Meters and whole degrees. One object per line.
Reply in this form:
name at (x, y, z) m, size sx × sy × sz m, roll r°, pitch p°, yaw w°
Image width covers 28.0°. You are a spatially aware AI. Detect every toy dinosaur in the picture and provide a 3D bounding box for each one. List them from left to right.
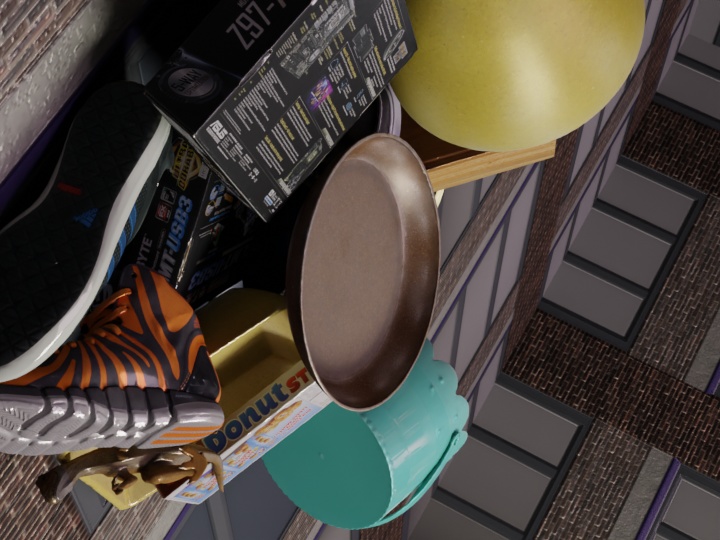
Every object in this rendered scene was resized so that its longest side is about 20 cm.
toy dinosaur at (-0.140, 0.130, 1.036) m, size 0.199 × 0.106 × 0.061 m, roll 4°, pitch 72°, yaw -49°

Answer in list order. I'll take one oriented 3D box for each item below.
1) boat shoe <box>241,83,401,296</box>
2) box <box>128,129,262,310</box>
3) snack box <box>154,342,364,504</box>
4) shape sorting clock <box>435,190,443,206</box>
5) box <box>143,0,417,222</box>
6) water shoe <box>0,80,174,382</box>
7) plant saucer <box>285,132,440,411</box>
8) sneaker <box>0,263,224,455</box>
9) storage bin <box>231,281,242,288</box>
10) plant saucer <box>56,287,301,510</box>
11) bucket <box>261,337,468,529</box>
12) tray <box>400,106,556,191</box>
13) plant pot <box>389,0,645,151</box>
boat shoe at (-0.034, -0.059, 1.087) m, size 0.201 × 0.070 × 0.066 m, roll -59°, pitch 170°, yaw 9°
box at (-0.090, -0.078, 1.062) m, size 0.200 × 0.049 × 0.200 m, roll -35°, pitch 149°, yaw -64°
snack box at (-0.071, 0.116, 1.143) m, size 0.199 × 0.024 × 0.072 m, roll -38°, pitch 161°, yaw 6°
shape sorting clock at (0.051, -0.126, 1.331) m, size 0.200 × 0.039 × 0.202 m, roll -179°, pitch -90°, yaw -70°
box at (-0.040, -0.124, 0.884) m, size 0.160 × 0.043 × 0.200 m, roll -50°, pitch 166°, yaw -3°
water shoe at (-0.163, -0.014, 0.850) m, size 0.201 × 0.071 × 0.079 m, roll -60°, pitch 164°, yaw -17°
plant saucer at (0.000, 0.000, 1.052) m, size 0.200 × 0.032 × 0.202 m, roll -21°, pitch 114°, yaw -56°
sneaker at (-0.180, 0.054, 0.925) m, size 0.077 × 0.113 × 0.199 m, roll -29°, pitch 156°, yaw 36°
storage bin at (-0.032, 0.004, 1.271) m, size 0.134 × 0.145 × 0.201 m, roll -35°, pitch 149°, yaw -83°
plant saucer at (-0.130, 0.091, 1.094) m, size 0.199 × 0.049 × 0.200 m, roll -33°, pitch 160°, yaw -7°
bucket at (-0.004, 0.162, 1.513) m, size 0.135 × 0.206 × 0.208 m, roll -38°, pitch 152°, yaw -44°
tray at (0.049, -0.113, 1.181) m, size 0.198 × 0.099 × 0.037 m, roll -17°, pitch 148°, yaw -7°
plant pot at (0.090, -0.204, 1.007) m, size 0.201 × 0.199 × 0.142 m, roll -62°, pitch 155°, yaw -9°
